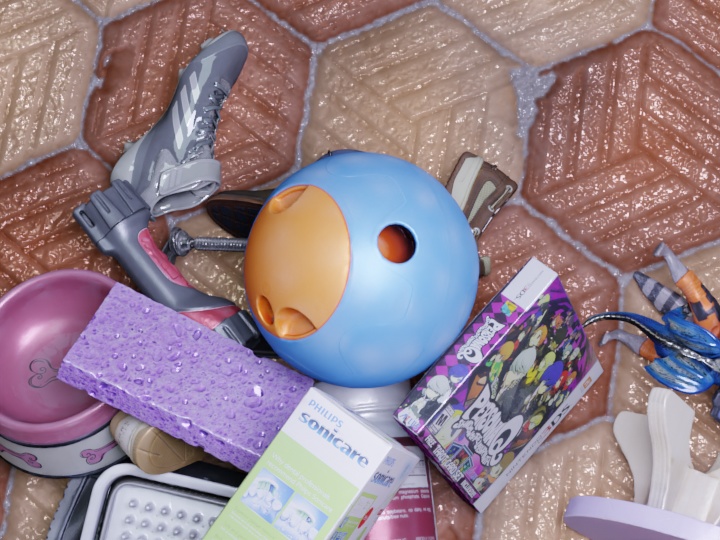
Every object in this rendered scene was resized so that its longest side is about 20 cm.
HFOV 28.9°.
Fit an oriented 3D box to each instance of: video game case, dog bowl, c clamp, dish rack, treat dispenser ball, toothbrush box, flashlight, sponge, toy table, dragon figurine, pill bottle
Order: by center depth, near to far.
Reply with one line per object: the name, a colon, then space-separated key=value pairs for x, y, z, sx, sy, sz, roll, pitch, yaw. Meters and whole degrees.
toothbrush box: x=-0.051 y=0.205 z=1.130 sx=0.086 sy=0.146 sz=0.200 roll=33 pitch=86 yaw=16
treat dispenser ball: x=0.000 y=0.000 z=1.190 sx=0.200 sy=0.201 sz=0.201 roll=-1 pitch=76 yaw=3
sponge: x=-0.149 y=0.093 z=1.205 sx=0.200 sy=0.030 sz=0.112 roll=26 pitch=40 yaw=1
dragon figurine: x=0.284 y=0.071 z=1.205 sx=0.200 sy=0.099 sz=0.059 roll=24 pitch=104 yaw=15
toy table: x=0.283 y=0.190 z=1.220 sx=0.200 sy=0.184 sz=0.117 roll=12 pitch=70 yaw=35
dish rack: x=-0.148 y=0.267 z=1.226 sx=0.200 sy=0.044 sz=0.172 roll=13 pitch=86 yaw=0
video game case: x=0.127 y=0.106 z=1.230 sx=0.036 sy=0.200 sz=0.181 roll=36 pitch=79 yaw=34
pill bottle: x=0.008 y=0.199 z=1.254 sx=0.114 sy=0.114 sz=0.200 roll=-6 pitch=76 yaw=1
dog bowl: x=-0.270 y=0.086 z=1.286 sx=0.200 sy=0.074 sz=0.200 roll=-5 pitch=60 yaw=9
flashlight: x=-0.175 y=0.003 z=1.297 sx=0.068 sy=0.068 sz=0.200 roll=-40 pitch=82 yaw=14
c clamp: x=-0.109 y=-0.001 z=1.322 sx=0.200 sy=0.027 sz=0.171 roll=-3 pitch=98 yaw=16

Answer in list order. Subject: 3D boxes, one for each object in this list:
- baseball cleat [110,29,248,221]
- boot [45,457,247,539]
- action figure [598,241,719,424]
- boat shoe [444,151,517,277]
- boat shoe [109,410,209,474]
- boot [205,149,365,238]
baseball cleat: x=-0.155 y=-0.135 z=1.363 sx=0.106 sy=0.070 sz=0.200 roll=37 pitch=91 yaw=24
boot: x=-0.179 y=0.249 z=1.282 sx=0.200 sy=0.066 sz=0.165 roll=18 pitch=80 yaw=2
action figure: x=0.346 y=0.041 z=1.285 sx=0.193 sy=0.105 sz=0.200 roll=28 pitch=104 yaw=4
boat shoe: x=0.089 y=-0.013 z=1.324 sx=0.075 sy=0.075 sz=0.203 roll=26 pitch=79 yaw=3
boat shoe: x=-0.136 y=0.127 z=1.266 sx=0.069 sy=0.200 sz=0.074 roll=26 pitch=114 yaw=40
boot: x=-0.044 y=-0.069 z=1.359 sx=0.200 sy=0.075 sz=0.097 roll=10 pitch=52 yaw=15
